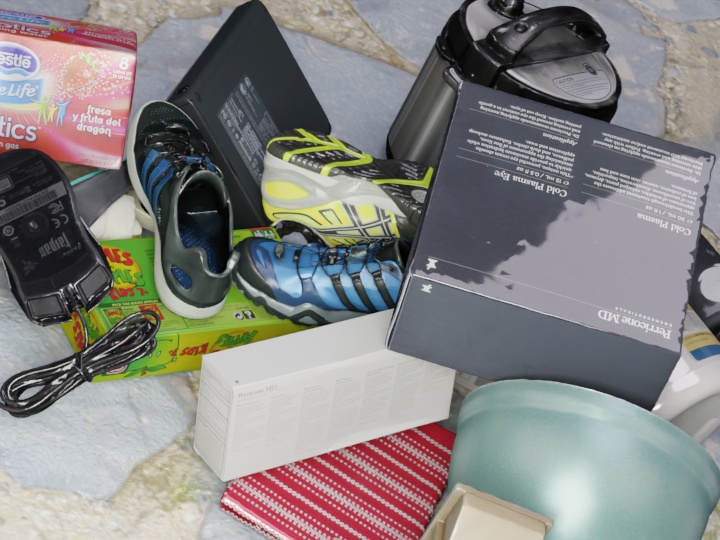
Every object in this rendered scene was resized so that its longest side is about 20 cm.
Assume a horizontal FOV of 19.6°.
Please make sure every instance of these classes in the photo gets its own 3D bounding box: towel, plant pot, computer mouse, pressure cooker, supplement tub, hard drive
[{"bbox_3d":[-0.011,0.151,1.548,0.144,0.023,0.200,32,38,0],"label":"towel"},{"bbox_3d":[0.146,0.187,1.492,0.199,0.200,0.135,24,64,-7],"label":"plant pot"},{"bbox_3d":[-0.242,0.016,1.504,0.140,0.046,0.200,-32,67,-10],"label":"computer mouse"},{"bbox_3d":[0.131,-0.148,1.838,0.178,0.201,0.176,21,32,-12],"label":"pressure cooker"},{"bbox_3d":[0.185,0.054,1.617,0.144,0.145,0.200,-14,58,-43],"label":"supplement tub"},{"bbox_3d":[-0.090,-0.126,1.744,0.140,0.033,0.200,60,28,-20],"label":"hard drive"}]

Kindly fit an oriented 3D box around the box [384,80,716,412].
[{"bbox_3d":[0.137,-0.013,1.501,0.199,0.104,0.183,17,54,1],"label":"box"}]

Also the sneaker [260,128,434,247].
[{"bbox_3d":[0.014,-0.047,1.663,0.199,0.077,0.075,22,29,7],"label":"sneaker"}]

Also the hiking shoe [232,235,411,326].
[{"bbox_3d":[0.000,0.000,1.593,0.199,0.087,0.075,15,38,-12],"label":"hiking shoe"}]

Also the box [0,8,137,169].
[{"bbox_3d":[-0.275,-0.147,1.608,0.199,0.096,0.100,8,16,-8],"label":"box"}]

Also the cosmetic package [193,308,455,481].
[{"bbox_3d":[-0.023,0.084,1.514,0.199,0.083,0.051,-13,38,-32],"label":"cosmetic package"}]

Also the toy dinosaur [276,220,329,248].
[{"bbox_3d":[-0.014,-0.030,1.729,0.088,0.048,0.200,38,45,7],"label":"toy dinosaur"}]

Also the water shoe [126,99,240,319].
[{"bbox_3d":[-0.124,-0.060,1.569,0.071,0.079,0.201,4,53,-29],"label":"water shoe"}]

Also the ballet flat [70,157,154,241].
[{"bbox_3d":[-0.187,-0.049,1.628,0.073,0.073,0.200,38,35,11],"label":"ballet flat"}]

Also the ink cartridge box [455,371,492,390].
[{"bbox_3d":[0.106,0.021,1.756,0.160,0.050,0.200,28,39,-2],"label":"ink cartridge box"}]

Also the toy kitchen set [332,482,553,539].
[{"bbox_3d":[0.063,0.265,1.345,0.199,0.164,0.181,22,37,-9],"label":"toy kitchen set"}]

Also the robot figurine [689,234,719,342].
[{"bbox_3d":[0.263,0.030,1.789,0.124,0.151,0.200,-21,59,-27],"label":"robot figurine"}]

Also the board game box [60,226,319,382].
[{"bbox_3d":[-0.133,0.024,1.593,0.199,0.048,0.102,-5,48,-38],"label":"board game box"}]
